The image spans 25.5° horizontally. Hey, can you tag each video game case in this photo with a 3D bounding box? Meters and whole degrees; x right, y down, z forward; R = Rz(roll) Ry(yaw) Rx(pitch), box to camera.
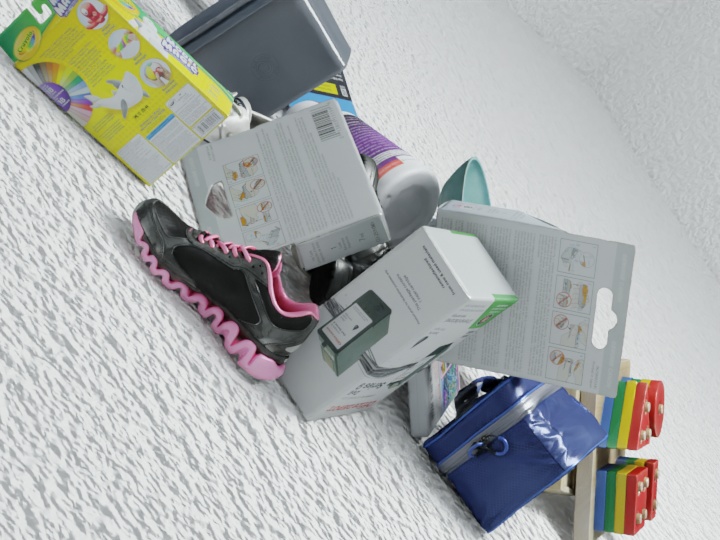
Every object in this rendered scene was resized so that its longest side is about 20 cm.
[{"bbox_3d":[0.075,0.057,1.696,0.182,0.024,0.200,-40,126,-72],"label":"video game case"}]

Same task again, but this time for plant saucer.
[{"bbox_3d":[0.114,-0.024,1.741,0.200,0.036,0.200,-2,90,-75],"label":"plant saucer"}]

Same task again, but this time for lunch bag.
[{"bbox_3d":[0.153,0.171,1.648,0.132,0.136,0.200,52,19,9],"label":"lunch bag"}]

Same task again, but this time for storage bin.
[{"bbox_3d":[-0.111,-0.257,1.823,0.134,0.200,0.146,56,15,-16],"label":"storage bin"}]

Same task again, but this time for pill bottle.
[{"bbox_3d":[-0.012,-0.115,1.827,0.200,0.111,0.111,39,9,36],"label":"pill bottle"}]

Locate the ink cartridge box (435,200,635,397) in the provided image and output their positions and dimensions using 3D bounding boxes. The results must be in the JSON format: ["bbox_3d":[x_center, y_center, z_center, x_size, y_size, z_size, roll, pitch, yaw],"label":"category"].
[{"bbox_3d":[0.167,0.027,1.562,0.200,0.163,0.057,10,20,16],"label":"ink cartridge box"}]

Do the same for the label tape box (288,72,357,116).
[{"bbox_3d":[-0.089,-0.262,2.010,0.144,0.063,0.200,5,64,-52],"label":"label tape box"}]

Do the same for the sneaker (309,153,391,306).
[{"bbox_3d":[0.009,-0.012,1.656,0.104,0.200,0.060,22,-14,-31],"label":"sneaker"}]

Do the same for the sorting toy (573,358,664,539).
[{"bbox_3d":[0.308,0.208,1.853,0.200,0.070,0.199,-1,94,-70],"label":"sorting toy"}]

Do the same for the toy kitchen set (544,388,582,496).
[{"bbox_3d":[0.181,0.157,1.860,0.163,0.180,0.200,32,63,-66],"label":"toy kitchen set"}]

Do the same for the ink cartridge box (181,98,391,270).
[{"bbox_3d":[-0.078,-0.076,1.594,0.200,0.173,0.044,-110,180,-47],"label":"ink cartridge box"}]

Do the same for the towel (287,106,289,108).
[{"bbox_3d":[-0.032,-0.188,2.109,0.200,0.031,0.149,50,17,2],"label":"towel"}]

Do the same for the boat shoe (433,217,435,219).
[{"bbox_3d":[0.053,-0.035,1.906,0.069,0.084,0.200,34,5,7],"label":"boat shoe"}]

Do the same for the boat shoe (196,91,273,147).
[{"bbox_3d":[-0.147,-0.162,1.721,0.200,0.066,0.072,27,28,-50],"label":"boat shoe"}]

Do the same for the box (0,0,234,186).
[{"bbox_3d":[-0.230,-0.186,1.488,0.200,0.117,0.048,43,25,-21],"label":"box"}]

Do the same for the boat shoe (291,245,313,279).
[{"bbox_3d":[0.000,0.000,1.724,0.062,0.075,0.200,17,-14,40],"label":"boat shoe"}]

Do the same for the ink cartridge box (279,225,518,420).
[{"bbox_3d":[0.030,0.051,1.496,0.084,0.200,0.146,57,19,15],"label":"ink cartridge box"}]

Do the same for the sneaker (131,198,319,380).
[{"bbox_3d":[-0.116,0.000,1.424,0.200,0.095,0.079,46,20,-6],"label":"sneaker"}]
